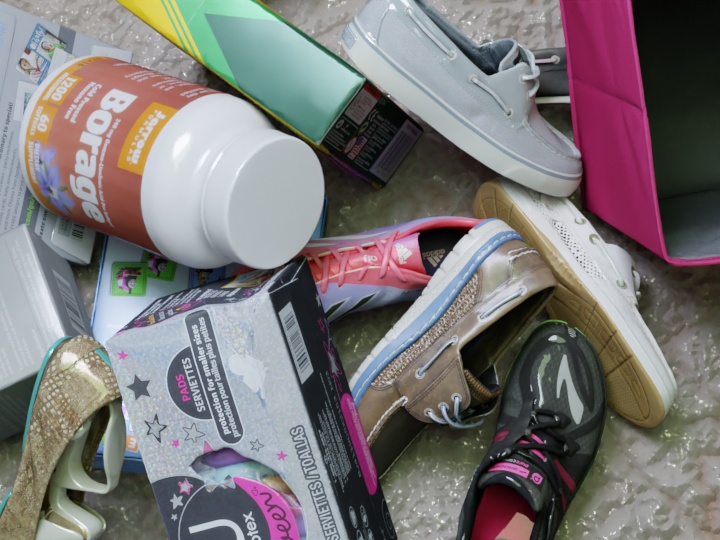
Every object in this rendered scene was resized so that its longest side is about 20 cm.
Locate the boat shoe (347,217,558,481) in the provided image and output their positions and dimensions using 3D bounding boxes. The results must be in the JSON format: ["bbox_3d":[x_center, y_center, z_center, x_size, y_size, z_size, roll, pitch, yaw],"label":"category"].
[{"bbox_3d":[0.053,0.065,1.496,0.072,0.072,0.201,40,104,30],"label":"boat shoe"}]

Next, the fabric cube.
[{"bbox_3d":[0.247,-0.129,1.491,0.194,0.199,0.202,-10,102,-8],"label":"fabric cube"}]

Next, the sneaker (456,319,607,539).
[{"bbox_3d":[0.112,0.129,1.492,0.076,0.084,0.202,16,78,5],"label":"sneaker"}]

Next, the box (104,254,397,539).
[{"bbox_3d":[-0.067,0.110,1.437,0.114,0.132,0.202,-17,97,12],"label":"box"}]

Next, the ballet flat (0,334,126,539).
[{"bbox_3d":[-0.188,0.137,1.459,0.065,0.201,0.070,28,30,19],"label":"ballet flat"}]

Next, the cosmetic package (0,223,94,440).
[{"bbox_3d":[-0.279,0.065,1.515,0.199,0.090,0.107,-25,67,5],"label":"cosmetic package"}]

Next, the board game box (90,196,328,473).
[{"bbox_3d":[-0.107,0.041,1.563,0.150,0.037,0.202,6,68,3],"label":"board game box"}]

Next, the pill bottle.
[{"bbox_3d":[-0.121,-0.066,1.485,0.199,0.112,0.113,19,67,42],"label":"pill bottle"}]

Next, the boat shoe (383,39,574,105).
[{"bbox_3d":[0.113,-0.142,1.600,0.198,0.067,0.058,1,95,-11],"label":"boat shoe"}]

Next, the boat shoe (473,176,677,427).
[{"bbox_3d":[0.159,0.011,1.553,0.069,0.071,0.201,-26,74,-31],"label":"boat shoe"}]

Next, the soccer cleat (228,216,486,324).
[{"bbox_3d":[0.000,0.000,1.528,0.198,0.076,0.067,-11,77,-24],"label":"soccer cleat"}]

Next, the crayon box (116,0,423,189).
[{"bbox_3d":[-0.057,-0.137,1.540,0.172,0.200,0.058,37,92,13],"label":"crayon box"}]

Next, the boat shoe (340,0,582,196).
[{"bbox_3d":[0.082,-0.121,1.519,0.200,0.070,0.072,32,111,-24],"label":"boat shoe"}]

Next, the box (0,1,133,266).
[{"bbox_3d":[-0.257,-0.103,1.543,0.199,0.041,0.157,19,76,-38],"label":"box"}]
